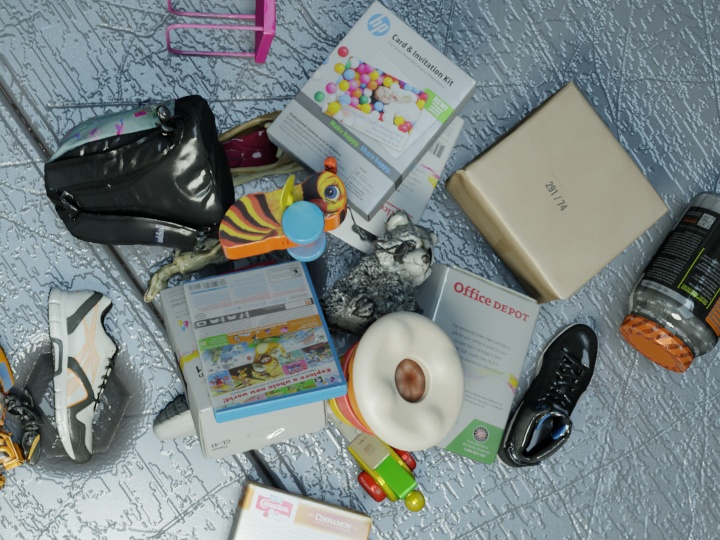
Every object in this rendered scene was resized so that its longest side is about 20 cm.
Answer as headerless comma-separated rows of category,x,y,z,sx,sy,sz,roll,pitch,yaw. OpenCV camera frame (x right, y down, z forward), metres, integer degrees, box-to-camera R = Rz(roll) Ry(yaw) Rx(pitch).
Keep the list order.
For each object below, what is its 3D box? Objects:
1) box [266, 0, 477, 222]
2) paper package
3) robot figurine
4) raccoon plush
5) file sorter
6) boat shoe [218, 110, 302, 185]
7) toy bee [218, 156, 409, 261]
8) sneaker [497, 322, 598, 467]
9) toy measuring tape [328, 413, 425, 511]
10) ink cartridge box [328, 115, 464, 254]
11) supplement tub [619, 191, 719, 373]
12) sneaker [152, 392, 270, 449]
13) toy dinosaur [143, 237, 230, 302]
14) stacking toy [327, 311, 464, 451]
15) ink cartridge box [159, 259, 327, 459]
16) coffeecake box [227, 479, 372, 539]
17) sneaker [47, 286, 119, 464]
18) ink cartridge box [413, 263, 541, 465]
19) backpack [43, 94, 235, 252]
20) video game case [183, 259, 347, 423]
box,0.014,-0.183,1.542,0.155,0.041,0.201,40,82,8
paper package,0.236,-0.091,1.633,0.190,0.103,0.201,-39,92,-10
robot figurine,-0.443,0.154,1.514,0.143,0.058,0.203,-22,89,-10
raccoon plush,0.000,0.000,1.546,0.198,0.097,0.136,6,72,35
file sorter,-0.164,-0.359,1.565,0.123,0.139,0.204,1,85,-8
boat shoe,-0.099,-0.151,1.595,0.198,0.066,0.075,-25,89,-13
toy bee,-0.056,-0.067,1.479,0.197,0.131,0.110,6,67,-19
sneaker,0.240,0.152,1.609,0.073,0.112,0.201,34,81,-7
toy measuring tape,0.006,0.212,1.600,0.073,0.074,0.200,-42,71,-10
ink cartridge box,0.028,-0.116,1.605,0.114,0.068,0.202,28,81,-20
supplement tub,0.409,0.016,1.645,0.122,0.122,0.201,37,80,-5
sneaker,-0.142,0.172,1.562,0.197,0.075,0.088,-13,106,-4
toy dinosaur,-0.167,-0.024,1.563,0.198,0.088,0.048,-23,87,-11
stacking toy,0.007,0.132,1.491,0.144,0.199,0.149,9,74,-33
ink cartridge box,-0.132,0.096,1.507,0.145,0.201,0.086,-15,133,-12
coffeecake box,-0.087,0.361,1.554,0.151,0.073,0.203,17,83,-8
sneaker,-0.313,0.117,1.534,0.079,0.074,0.204,-3,86,-12
ink cartridge box,0.111,0.108,1.586,0.144,0.087,0.203,21,83,-26
backpack,-0.249,-0.108,1.507,0.197,0.127,0.169,-9,113,12
video game case,-0.106,0.072,1.456,0.141,0.018,0.201,-11,44,-11
